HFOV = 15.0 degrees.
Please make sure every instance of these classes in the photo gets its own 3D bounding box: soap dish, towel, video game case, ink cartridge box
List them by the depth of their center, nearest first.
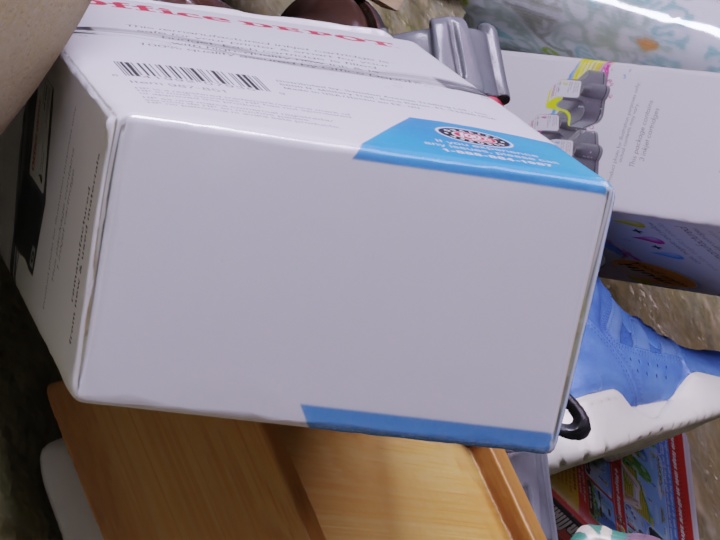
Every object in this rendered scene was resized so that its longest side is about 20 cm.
[{"bbox_3d":[-0.029,-0.021,0.831,0.144,0.084,0.200,6,14,-17],"label":"ink cartridge box"},{"bbox_3d":[-0.002,0.105,0.885,0.200,0.081,0.158,15,45,-58],"label":"soap dish"},{"bbox_3d":[0.105,-0.041,1.175,0.115,0.199,0.068,32,73,-51],"label":"ink cartridge box"},{"bbox_3d":[0.081,0.058,1.187,0.200,0.017,0.143,44,26,-25],"label":"video game case"},{"bbox_3d":[0.129,-0.081,1.232,0.200,0.170,0.048,79,25,-77],"label":"towel"}]

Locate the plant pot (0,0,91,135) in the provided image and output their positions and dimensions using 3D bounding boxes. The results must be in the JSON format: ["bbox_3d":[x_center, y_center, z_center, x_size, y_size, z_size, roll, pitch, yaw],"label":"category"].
[{"bbox_3d":[-0.151,-0.097,0.762,0.200,0.199,0.135,8,78,-60],"label":"plant pot"}]

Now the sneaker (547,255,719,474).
[{"bbox_3d":[0.095,0.022,1.140,0.200,0.076,0.112,-9,76,-57],"label":"sneaker"}]

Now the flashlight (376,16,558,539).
[{"bbox_3d":[0.036,0.010,1.028,0.068,0.067,0.201,4,74,-60],"label":"flashlight"}]

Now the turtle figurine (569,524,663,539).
[{"bbox_3d":[0.125,0.150,0.969,0.200,0.100,0.150,-142,-153,-79],"label":"turtle figurine"}]

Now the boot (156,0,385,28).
[{"bbox_3d":[-0.083,-0.124,1.066,0.200,0.064,0.187,43,24,-16],"label":"boot"}]

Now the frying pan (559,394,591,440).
[{"bbox_3d":[0.003,-0.017,0.988,0.189,0.116,0.031,16,-8,-7],"label":"frying pan"}]

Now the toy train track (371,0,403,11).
[{"bbox_3d":[-0.062,-0.169,1.120,0.199,0.033,0.115,29,1,-19],"label":"toy train track"}]
